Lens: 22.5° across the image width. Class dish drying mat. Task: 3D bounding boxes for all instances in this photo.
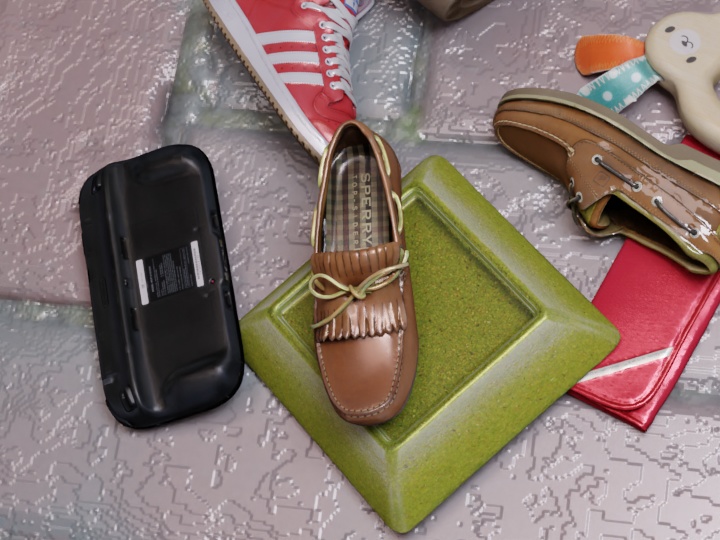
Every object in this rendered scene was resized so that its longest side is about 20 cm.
[{"bbox_3d":[0.205,0.005,1.210,0.077,0.018,0.200,26,77,21],"label":"dish drying mat"}]

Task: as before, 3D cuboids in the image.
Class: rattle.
[{"bbox_3d":[0.237,-0.150,1.198,0.200,0.143,0.131,19,83,14],"label":"rattle"}]

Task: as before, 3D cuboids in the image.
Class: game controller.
[{"bbox_3d":[-0.140,0.008,1.265,0.104,0.042,0.200,-14,68,8],"label":"game controller"}]

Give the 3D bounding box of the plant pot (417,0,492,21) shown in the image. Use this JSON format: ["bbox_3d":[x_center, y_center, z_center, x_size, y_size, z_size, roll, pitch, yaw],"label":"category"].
[{"bbox_3d":[0.054,-0.278,1.267,0.200,0.200,0.174,-35,83,-3],"label":"plant pot"}]

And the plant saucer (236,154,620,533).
[{"bbox_3d":[0.034,0.036,1.208,0.200,0.048,0.200,-41,63,-4],"label":"plant saucer"}]

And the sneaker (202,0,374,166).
[{"bbox_3d":[-0.021,-0.154,1.286,0.112,0.071,0.200,-35,65,1],"label":"sneaker"}]

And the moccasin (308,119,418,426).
[{"bbox_3d":[0.002,0.000,1.161,0.073,0.078,0.202,-1,68,14],"label":"moccasin"}]

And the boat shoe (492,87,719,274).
[{"bbox_3d":[0.164,-0.061,1.204,0.200,0.072,0.068,24,74,30],"label":"boat shoe"}]
